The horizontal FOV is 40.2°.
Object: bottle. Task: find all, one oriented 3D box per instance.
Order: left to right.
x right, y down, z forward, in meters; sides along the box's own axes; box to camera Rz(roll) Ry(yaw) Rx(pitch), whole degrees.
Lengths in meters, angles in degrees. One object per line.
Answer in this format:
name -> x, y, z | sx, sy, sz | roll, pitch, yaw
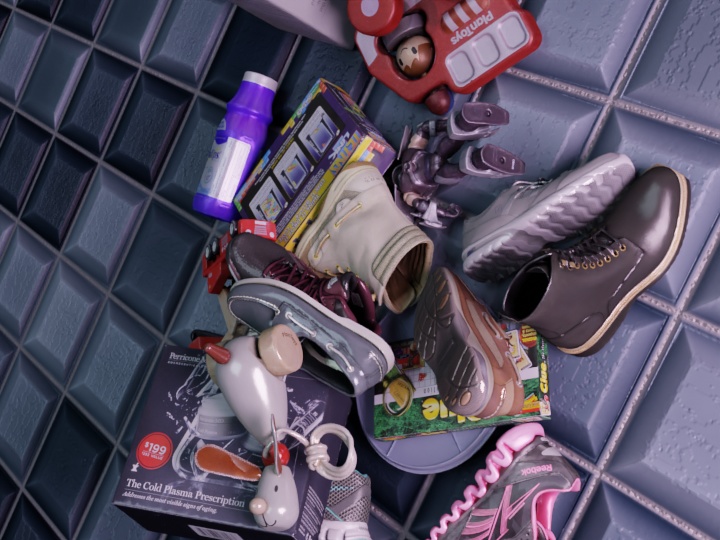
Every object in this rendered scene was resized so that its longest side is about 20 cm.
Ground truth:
bottle -> -0.164, -0.164, 1.315 | 0.084, 0.065, 0.200 | 18, 89, 68

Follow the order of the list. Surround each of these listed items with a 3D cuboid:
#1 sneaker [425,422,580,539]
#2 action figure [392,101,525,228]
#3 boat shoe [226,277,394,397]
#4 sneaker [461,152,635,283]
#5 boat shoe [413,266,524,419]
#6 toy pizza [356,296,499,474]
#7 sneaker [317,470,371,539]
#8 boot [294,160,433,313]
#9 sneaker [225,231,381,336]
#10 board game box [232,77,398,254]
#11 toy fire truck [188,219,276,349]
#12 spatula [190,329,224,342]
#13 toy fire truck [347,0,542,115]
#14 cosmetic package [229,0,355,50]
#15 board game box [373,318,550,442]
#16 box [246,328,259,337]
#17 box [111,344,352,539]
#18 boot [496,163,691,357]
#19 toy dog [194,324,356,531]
sneaker -> 0.136, 0.246, 0.940 | 0.095, 0.079, 0.200 | 40, 105, 29
action figure -> 0.091, -0.114, 1.069 | 0.200, 0.069, 0.130 | -19, 73, 62
boat shoe -> -0.064, 0.068, 1.005 | 0.200, 0.073, 0.062 | 24, 50, 22
sneaker -> 0.178, -0.069, 0.992 | 0.200, 0.075, 0.082 | -31, 51, 26
boat shoe -> 0.104, 0.072, 0.947 | 0.076, 0.072, 0.200 | -58, 26, 30
toy pizza -> 0.078, 0.116, 1.048 | 0.200, 0.032, 0.200 | -16, 64, 36
sneaker -> -0.066, 0.254, 1.112 | 0.200, 0.078, 0.091 | 3, 72, 33
boot -> 0.000, 0.000, 1.102 | 0.155, 0.072, 0.200 | 53, 130, 37
sneaker -> -0.051, 0.012, 1.049 | 0.200, 0.076, 0.116 | 42, 145, 2
board game box -> -0.060, -0.113, 1.205 | 0.200, 0.057, 0.165 | -52, 40, 17
toy fire truck -> -0.155, 0.032, 1.184 | 0.200, 0.049, 0.141 | -32, 58, 58
spatula -> -0.153, 0.101, 1.261 | 0.200, 0.021, 0.057 | 9, 89, 43
toy fire truck -> 0.089, -0.273, 1.119 | 0.200, 0.112, 0.168 | -31, 77, 31
cosmetic package -> -0.093, -0.404, 1.242 | 0.167, 0.200, 0.167 | 27, 96, 42
board game box -> 0.097, 0.111, 0.998 | 0.200, 0.023, 0.105 | -16, 66, 36
box -> -0.116, 0.144, 1.175 | 0.082, 0.068, 0.200 | 31, 98, 28
box -> -0.130, 0.191, 1.045 | 0.200, 0.104, 0.182 | 6, 61, 15
boot -> 0.217, -0.019, 0.899 | 0.077, 0.138, 0.200 | 31, 97, 42
toy dog -> -0.105, 0.138, 0.935 | 0.132, 0.096, 0.200 | -43, 58, 20
